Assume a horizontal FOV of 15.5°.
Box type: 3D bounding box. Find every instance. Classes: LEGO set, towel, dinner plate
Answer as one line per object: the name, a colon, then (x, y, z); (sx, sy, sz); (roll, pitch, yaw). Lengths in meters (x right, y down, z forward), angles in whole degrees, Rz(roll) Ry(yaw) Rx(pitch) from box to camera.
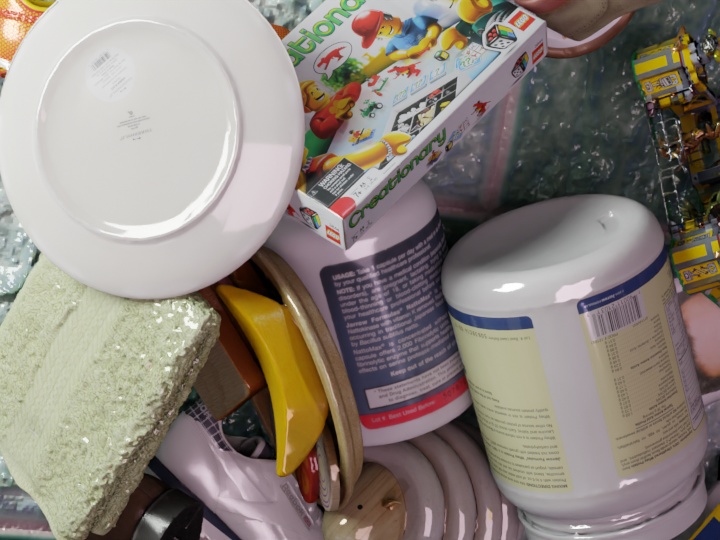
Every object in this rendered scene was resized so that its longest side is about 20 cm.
LEGO set: (0.260, -0.068, 1.701); (0.115, 0.201, 0.154); (-17, 150, 20)
towel: (-0.172, 0.060, 1.653); (0.036, 0.148, 0.201); (-7, 138, -51)
dinner plate: (-0.130, -0.084, 1.583); (0.199, 0.024, 0.202); (-1, 88, 16)

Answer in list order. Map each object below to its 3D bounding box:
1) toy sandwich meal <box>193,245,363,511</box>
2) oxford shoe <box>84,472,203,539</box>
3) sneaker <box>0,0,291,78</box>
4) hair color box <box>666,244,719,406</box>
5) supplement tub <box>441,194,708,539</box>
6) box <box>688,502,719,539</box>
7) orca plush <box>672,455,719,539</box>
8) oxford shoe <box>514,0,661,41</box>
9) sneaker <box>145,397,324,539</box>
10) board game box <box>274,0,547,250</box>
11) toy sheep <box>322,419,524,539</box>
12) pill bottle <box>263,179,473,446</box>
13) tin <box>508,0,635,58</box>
toy sandwich meal: (-0.068, 0.065, 1.667); (0.070, 0.205, 0.206); (-22, 111, -18)
oxford shoe: (-0.162, 0.202, 1.747); (0.084, 0.073, 0.201); (32, 129, 18)
sneaker: (-0.133, -0.153, 1.653); (0.199, 0.073, 0.078); (2, 96, -17)
hair color box: (0.282, 0.011, 1.811); (0.199, 0.061, 0.100); (-24, 111, -5)
supplement tub: (0.141, 0.068, 1.680); (0.144, 0.145, 0.201); (-18, 110, -8)
box: (0.276, 0.225, 1.813); (0.064, 0.070, 0.200); (-48, 151, 1)
orca plush: (0.195, 0.206, 1.864); (0.105, 0.071, 0.200); (41, 82, 23)
oxford shoe: (0.190, -0.217, 1.663); (0.199, 0.071, 0.075); (-31, 136, 24)
sneaker: (-0.056, 0.167, 1.772); (0.200, 0.076, 0.081); (42, 84, -23)
board game box: (0.007, -0.112, 1.633); (0.200, 0.126, 0.035); (-45, 150, -26)
toy sheep: (0.048, 0.162, 1.763); (0.199, 0.137, 0.139); (-4, 112, -51)
pill bottle: (0.000, 0.000, 1.705); (0.119, 0.120, 0.201); (-18, 111, -8)
tin: (0.112, -0.230, 1.707); (0.111, 0.042, 0.201); (-27, 111, 0)
